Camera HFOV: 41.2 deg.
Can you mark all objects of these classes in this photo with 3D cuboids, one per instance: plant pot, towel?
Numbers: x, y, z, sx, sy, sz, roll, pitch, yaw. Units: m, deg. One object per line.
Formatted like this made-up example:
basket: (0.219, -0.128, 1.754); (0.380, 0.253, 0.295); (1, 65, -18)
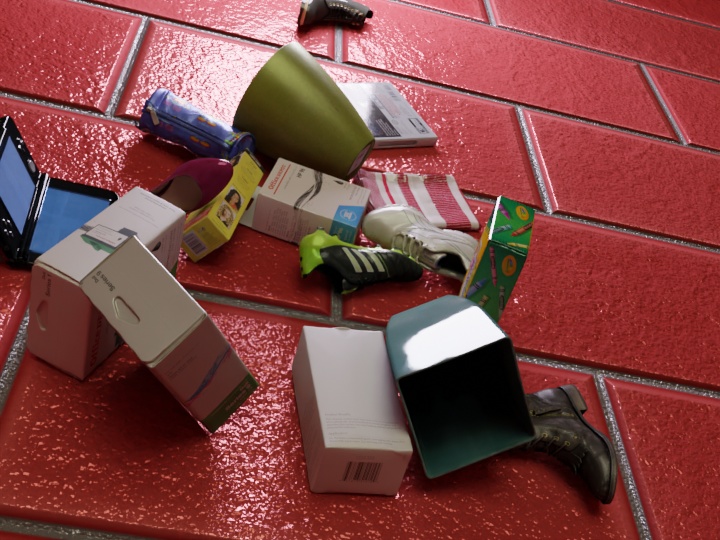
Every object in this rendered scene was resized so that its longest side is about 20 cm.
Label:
plant pot: (0.105, 0.122, 1.183); (0.139, 0.144, 0.200); (-20, 24, -3)
towel: (0.095, -0.119, 1.615); (0.196, 0.023, 0.145); (1, 41, -23)
plant pot: (-0.079, -0.238, 1.580); (0.199, 0.188, 0.187); (38, 39, 7)

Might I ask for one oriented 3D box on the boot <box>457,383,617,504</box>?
boot: (0.216, 0.218, 1.211); (0.170, 0.070, 0.201); (-1, 36, -16)

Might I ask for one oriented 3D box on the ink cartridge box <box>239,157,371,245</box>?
ink cartridge box: (-0.093, -0.102, 1.472); (0.196, 0.069, 0.117); (19, 36, 1)

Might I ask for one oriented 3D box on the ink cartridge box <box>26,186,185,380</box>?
ink cartridge box: (-0.307, 0.013, 1.168); (0.083, 0.148, 0.200); (25, 37, 10)

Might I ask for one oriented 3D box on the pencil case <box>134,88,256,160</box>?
pencil case: (-0.266, -0.223, 1.543); (0.197, 0.079, 0.087); (28, 8, 13)

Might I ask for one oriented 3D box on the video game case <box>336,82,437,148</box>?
video game case: (0.025, -0.295, 1.811); (0.179, 0.024, 0.201); (-6, 44, -30)

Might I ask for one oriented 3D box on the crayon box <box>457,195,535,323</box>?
crayon box: (0.177, 0.016, 1.325); (0.057, 0.203, 0.119); (20, 35, 2)

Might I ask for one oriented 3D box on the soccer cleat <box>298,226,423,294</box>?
soccer cleat: (0.000, 0.000, 1.395); (0.196, 0.067, 0.083); (14, 67, -22)

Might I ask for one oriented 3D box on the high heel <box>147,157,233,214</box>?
high heel: (-0.263, -0.087, 1.310); (0.068, 0.197, 0.097); (56, 14, -22)

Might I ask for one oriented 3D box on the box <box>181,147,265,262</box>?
box: (-0.203, -0.099, 1.407); (0.050, 0.075, 0.201); (48, 32, -22)

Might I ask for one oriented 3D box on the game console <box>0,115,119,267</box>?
game console: (-0.419, -0.103, 1.299); (0.116, 0.175, 0.202); (-13, 39, 3)

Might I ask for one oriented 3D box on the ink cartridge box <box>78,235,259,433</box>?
ink cartridge box: (-0.210, 0.076, 1.075); (0.087, 0.201, 0.145); (-43, 61, -11)

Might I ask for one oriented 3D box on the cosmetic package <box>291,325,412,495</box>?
cosmetic package: (-0.015, 0.164, 1.157); (0.110, 0.082, 0.202); (7, 37, -16)

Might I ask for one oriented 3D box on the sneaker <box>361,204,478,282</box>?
sneaker: (0.094, -0.041, 1.459); (0.196, 0.076, 0.087); (18, 24, 2)

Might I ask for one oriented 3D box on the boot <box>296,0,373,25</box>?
boot: (-0.053, -0.564, 2.083); (0.136, 0.078, 0.201); (25, 38, 1)
